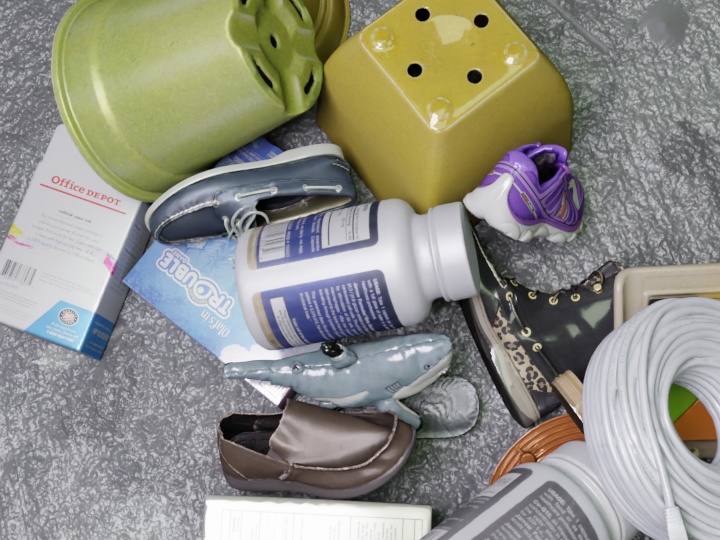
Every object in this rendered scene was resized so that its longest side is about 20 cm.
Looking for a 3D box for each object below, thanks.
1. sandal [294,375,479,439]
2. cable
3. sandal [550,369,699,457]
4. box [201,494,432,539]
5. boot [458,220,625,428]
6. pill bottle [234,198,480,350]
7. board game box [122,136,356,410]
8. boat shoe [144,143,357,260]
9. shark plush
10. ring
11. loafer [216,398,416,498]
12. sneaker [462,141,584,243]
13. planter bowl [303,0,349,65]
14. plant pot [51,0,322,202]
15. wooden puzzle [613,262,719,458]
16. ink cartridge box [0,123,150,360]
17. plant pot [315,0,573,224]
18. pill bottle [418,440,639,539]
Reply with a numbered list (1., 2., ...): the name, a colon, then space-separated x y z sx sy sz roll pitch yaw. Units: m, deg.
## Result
1. sandal: 0.012 0.133 0.933 0.198 0.048 0.076 -12 75 2
2. cable: 0.273 0.123 0.802 0.198 0.069 0.202 -13 74 -28
3. sandal: 0.252 0.163 0.844 0.069 0.078 0.213 -35 81 -1
4. box: -0.036 0.266 0.873 0.197 0.109 0.129 2 77 4
5. boot: 0.174 0.028 0.930 0.149 0.073 0.202 -23 86 -3
6. pill bottle: 0.000 0.000 0.871 0.198 0.111 0.112 -11 76 13
7. board game box: -0.094 -0.005 0.975 0.199 0.043 0.200 36 82 11
8. boat shoe: -0.101 -0.058 0.931 0.198 0.075 0.062 -16 63 -10
9. shark plush: -0.019 0.076 0.890 0.198 0.084 0.092 10 63 5
10. ring: 0.209 0.227 0.892 0.198 0.019 0.203 0 90 5
11. loafer: -0.048 0.151 0.866 0.198 0.071 0.073 -11 35 25
12. sneaker: 0.169 -0.075 0.903 0.080 0.199 0.084 39 111 18
13. planter bowl: -0.112 -0.277 1.021 0.198 0.084 0.203 -1 77 3
14. plant pot: -0.141 -0.182 0.902 0.183 0.200 0.203 -14 74 31
15. wooden puzzle: 0.326 0.085 0.893 0.197 0.037 0.187 -4 105 0
16. ink cartridge box: -0.277 -0.028 0.979 0.114 0.068 0.202 19 79 7
17. plant pot: 0.079 -0.163 0.923 0.194 0.200 0.196 -37 78 -6
18. pill bottle: 0.127 0.226 0.795 0.199 0.113 0.114 -28 75 -29
